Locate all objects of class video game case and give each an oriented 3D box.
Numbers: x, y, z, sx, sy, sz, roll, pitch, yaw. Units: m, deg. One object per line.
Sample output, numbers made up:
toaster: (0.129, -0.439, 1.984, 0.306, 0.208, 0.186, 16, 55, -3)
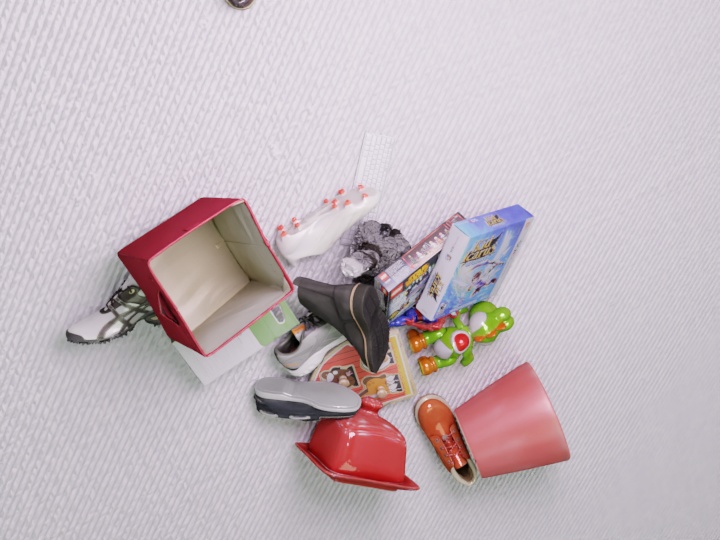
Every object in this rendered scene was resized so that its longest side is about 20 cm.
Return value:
video game case: (0.204, -0.015, 1.398, 0.199, 0.045, 0.183, -18, 138, -43)

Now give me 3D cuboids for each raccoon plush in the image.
raccoon plush: (0.000, 0.000, 1.353, 0.199, 0.096, 0.135, -23, 143, -47)

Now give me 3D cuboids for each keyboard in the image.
keyboard: (0.012, -0.137, 1.384, 0.056, 0.011, 0.202, 7, 108, -20)

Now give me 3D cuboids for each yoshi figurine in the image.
yoshi figurine: (0.192, 0.118, 1.507, 0.198, 0.113, 0.113, -23, 146, 4)

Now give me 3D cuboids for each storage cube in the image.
storage cube: (-0.243, 0.002, 1.227, 0.199, 0.179, 0.172, -37, 112, -22)

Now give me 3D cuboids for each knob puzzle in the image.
knob puzzle: (-0.004, 0.204, 1.471, 0.217, 0.031, 0.222, -5, 128, -7)

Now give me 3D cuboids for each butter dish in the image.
butter dish: (0.004, 0.307, 1.466, 0.197, 0.200, 0.150, 15, 90, -23)

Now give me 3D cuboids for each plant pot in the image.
plant pot: (0.289, 0.306, 1.556, 0.176, 0.201, 0.202, -23, 116, 2)

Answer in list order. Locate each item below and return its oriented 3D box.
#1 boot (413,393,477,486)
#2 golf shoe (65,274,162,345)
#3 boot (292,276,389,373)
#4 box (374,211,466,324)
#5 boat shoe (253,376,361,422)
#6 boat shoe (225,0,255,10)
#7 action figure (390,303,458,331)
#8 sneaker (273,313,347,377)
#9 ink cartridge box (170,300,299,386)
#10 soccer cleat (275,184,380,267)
boot: (0.174, 0.334, 1.568, 0.075, 0.107, 0.201, -30, 115, -3)
golf shoe: (-0.388, 0.056, 1.298, 0.198, 0.078, 0.096, -19, 113, -22)
boot: (-0.030, 0.085, 1.355, 0.137, 0.078, 0.202, 11, 136, 23)
box: (0.106, 0.001, 1.381, 0.199, 0.040, 0.137, -38, 157, -20)
boat shoe: (-0.096, 0.240, 1.438, 0.197, 0.076, 0.061, 10, 119, 13)
boat shoe: (-0.152, -0.484, 1.166, 0.072, 0.065, 0.202, 9, 106, -19)
action figure: (0.085, 0.082, 1.454, 0.197, 0.066, 0.052, -2, 134, -12)
sneaker: (-0.071, 0.101, 1.407, 0.200, 0.074, 0.079, -46, 131, 4)
ink cartridge box: (-0.218, 0.097, 1.372, 0.199, 0.059, 0.104, -33, 117, -4)
soccer cleat: (-0.051, -0.078, 1.360, 0.198, 0.069, 0.078, -27, 121, 2)
